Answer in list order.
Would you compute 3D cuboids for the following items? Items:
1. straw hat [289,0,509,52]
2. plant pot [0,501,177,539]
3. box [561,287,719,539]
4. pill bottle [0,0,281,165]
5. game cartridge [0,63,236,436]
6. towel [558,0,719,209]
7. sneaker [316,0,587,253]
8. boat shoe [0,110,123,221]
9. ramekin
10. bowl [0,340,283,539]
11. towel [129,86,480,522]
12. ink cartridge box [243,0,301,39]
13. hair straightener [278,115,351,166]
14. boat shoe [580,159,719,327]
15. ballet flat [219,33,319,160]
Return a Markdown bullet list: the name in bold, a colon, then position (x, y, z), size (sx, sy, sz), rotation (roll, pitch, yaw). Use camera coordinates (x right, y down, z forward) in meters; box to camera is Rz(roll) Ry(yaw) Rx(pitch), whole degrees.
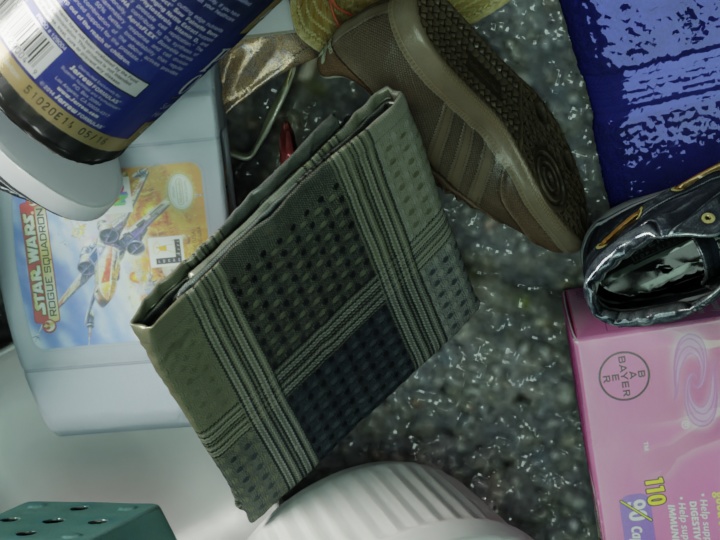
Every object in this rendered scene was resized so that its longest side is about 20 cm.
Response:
- **straw hat**: position (0.031, -0.212, 1.081), size (0.201, 0.201, 0.085), rotation (-37, 61, 11)
- **plant pot**: position (-0.159, 0.233, 1.099), size (0.140, 0.141, 0.202), rotation (-2, 96, 23)
- **box**: position (0.227, 0.093, 1.155), size (0.198, 0.097, 0.177), rotation (-8, 106, 4)
- **pill bottle**: position (-0.096, -0.154, 0.986), size (0.200, 0.112, 0.112), rotation (-40, 101, 21)
- **game cartridge**: position (-0.131, -0.010, 1.099), size (0.132, 0.042, 0.202), rotation (-6, 100, 2)
- **towel**: position (0.200, -0.102, 1.133), size (0.147, 0.050, 0.201), rotation (-12, 105, 12)
- **sneaker**: position (0.054, -0.077, 1.121), size (0.075, 0.071, 0.200), rotation (-19, 130, 29)
- **boat shoe**: position (-0.216, -0.085, 1.047), size (0.199, 0.072, 0.068), rotation (35, 131, -7)
- **ramekin**: position (0.009, 0.200, 1.156), size (0.201, 0.094, 0.203), rotation (-17, 132, -20)
- **bowl**: position (-0.156, 0.123, 1.189), size (0.199, 0.075, 0.201), rotation (-29, 102, 9)
- **towel**: position (-0.026, 0.018, 1.076), size (0.192, 0.034, 0.201), rotation (-42, 143, -17)
- **ink cartridge box**: position (-0.143, -0.202, 1.042), size (0.198, 0.047, 0.199), rotation (-10, 125, -1)
- **hair straightener**: position (0.000, 0.000, 1.139), size (0.076, 0.041, 0.201), rotation (-8, 126, -4)
- **boat shoe**: position (0.211, -0.027, 1.081), size (0.199, 0.091, 0.071), rotation (-27, 102, 15)
- **ballet flat**: position (-0.097, -0.074, 1.139), size (0.067, 0.068, 0.200), rotation (41, 104, -16)
